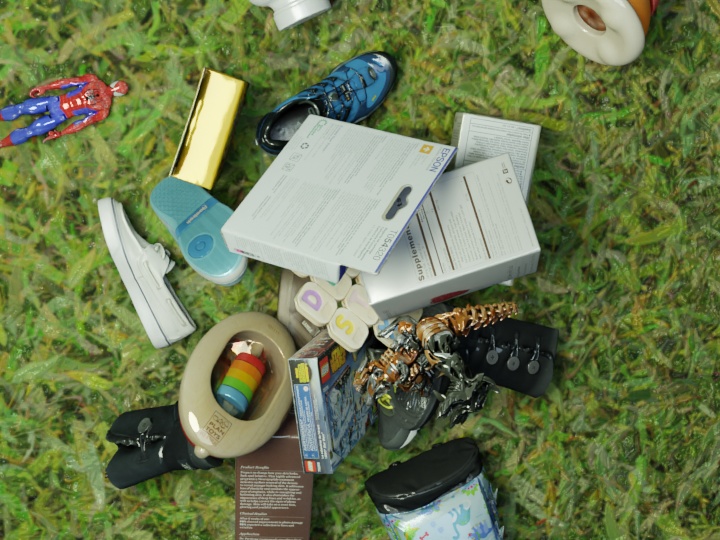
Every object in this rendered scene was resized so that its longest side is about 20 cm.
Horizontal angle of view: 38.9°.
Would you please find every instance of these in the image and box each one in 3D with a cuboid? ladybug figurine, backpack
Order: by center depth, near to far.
[{"bbox_3d":[-0.148,0.138,1.194,0.135,0.201,0.072,41,139,-11],"label":"ladybug figurine"},{"bbox_3d":[0.115,0.348,1.324,0.161,0.154,0.202,-19,113,-7],"label":"backpack"}]

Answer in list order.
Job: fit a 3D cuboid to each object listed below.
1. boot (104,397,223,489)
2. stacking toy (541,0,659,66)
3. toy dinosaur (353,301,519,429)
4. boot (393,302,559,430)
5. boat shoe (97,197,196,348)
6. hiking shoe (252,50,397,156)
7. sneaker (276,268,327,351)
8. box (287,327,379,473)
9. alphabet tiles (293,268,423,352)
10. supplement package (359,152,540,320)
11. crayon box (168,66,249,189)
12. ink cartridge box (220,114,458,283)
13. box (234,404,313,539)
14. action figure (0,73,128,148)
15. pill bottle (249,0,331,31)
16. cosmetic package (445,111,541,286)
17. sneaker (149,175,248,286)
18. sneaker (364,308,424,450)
[{"bbox_3d":[-0.237,0.169,1.281,0.166,0.202,0.076,-14,141,28],"label":"boot"},{"bbox_3d":[0.327,-0.361,1.229,0.146,0.146,0.200,43,78,-10],"label":"stacking toy"},{"bbox_3d":[0.088,0.099,1.160,0.200,0.102,0.137,-42,65,26],"label":"toy dinosaur"},{"bbox_3d":[0.150,0.132,1.282,0.198,0.065,0.167,13,102,-37],"label":"boot"},{"bbox_3d":[-0.263,-0.002,1.264,0.065,0.072,0.202,-22,101,-4],"label":"boat shoe"},{"bbox_3d":[-0.037,-0.197,1.236,0.199,0.087,0.075,-34,100,2],"label":"hiking shoe"},{"bbox_3d":[-0.072,0.098,1.293,0.074,0.070,0.203,4,100,-5],"label":"sneaker"},{"bbox_3d":[-0.028,0.144,1.239,0.039,0.200,0.139,-3,100,18],"label":"box"},{"bbox_3d":[0.000,0.000,1.242,0.195,0.015,0.201,39,52,-9],"label":"alphabet tiles"},{"bbox_3d":[0.093,-0.034,1.171,0.197,0.121,0.121,-18,77,4],"label":"supplement package"},{"bbox_3d":[-0.172,-0.165,1.175,0.050,0.200,0.128,18,99,-7],"label":"crayon box"},{"bbox_3d":[-0.019,-0.077,1.106,0.198,0.044,0.197,17,55,26],"label":"ink cartridge box"},{"bbox_3d":[-0.109,0.266,1.288,0.099,0.075,0.202,3,121,-4],"label":"box"},{"bbox_3d":[-0.376,-0.192,1.236,0.198,0.052,0.066,-20,97,-3],"label":"action figure"},{"bbox_3d":[-0.104,-0.388,1.188,0.110,0.111,0.202,-24,101,0],"label":"pill bottle"},{"bbox_3d":[0.154,-0.090,1.275,0.104,0.071,0.203,10,99,-4],"label":"cosmetic package"},{"bbox_3d":[-0.167,-0.023,1.213,0.079,0.200,0.131,-35,137,-5],"label":"sneaker"},{"bbox_3d":[0.037,0.127,1.293,0.084,0.074,0.203,7,91,-38],"label":"sneaker"}]
